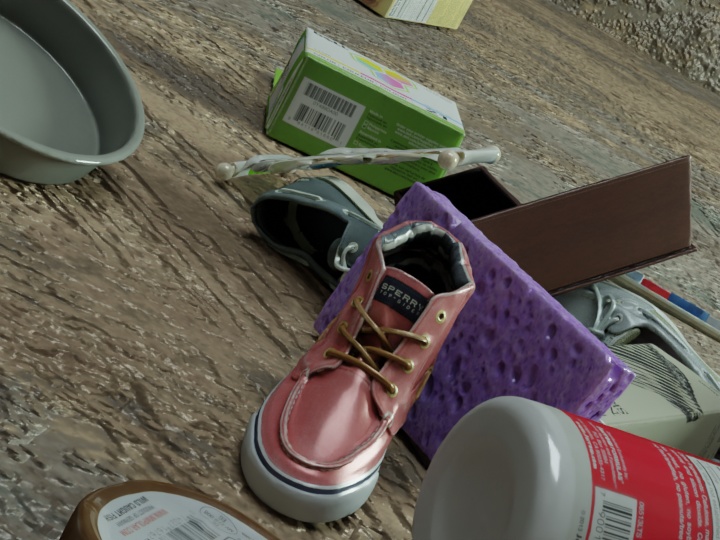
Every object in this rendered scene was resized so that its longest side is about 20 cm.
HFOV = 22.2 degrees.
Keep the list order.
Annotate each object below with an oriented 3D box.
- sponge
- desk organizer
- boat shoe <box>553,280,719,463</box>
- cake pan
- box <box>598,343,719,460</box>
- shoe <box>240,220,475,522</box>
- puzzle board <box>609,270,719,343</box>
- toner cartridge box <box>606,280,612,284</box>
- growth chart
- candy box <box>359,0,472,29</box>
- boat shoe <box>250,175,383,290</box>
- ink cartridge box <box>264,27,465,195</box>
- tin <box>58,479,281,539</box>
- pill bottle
[{"bbox_3d":[0.058,0.044,1.039,0.030,0.112,0.200,27,14,-44],"label":"sponge"},{"bbox_3d":[0.127,-0.033,1.259,0.199,0.077,0.072,-17,34,-16],"label":"desk organizer"},{"bbox_3d":[0.193,0.070,1.239,0.202,0.074,0.065,43,8,21],"label":"boat shoe"},{"bbox_3d":[-0.225,-0.130,1.139,0.200,0.037,0.201,34,28,-21],"label":"cake pan"},{"bbox_3d":[0.148,0.094,1.114,0.082,0.069,0.200,37,18,27],"label":"box"},{"bbox_3d":[0.002,0.044,0.940,0.071,0.091,0.200,27,28,6],"label":"shoe"},{"bbox_3d":[0.224,0.019,1.387,0.150,0.017,0.200,29,4,-10],"label":"puzzle board"},{"bbox_3d":[0.121,0.007,1.364,0.200,0.043,0.095,30,18,3],"label":"toner cartridge box"},{"bbox_3d":[-0.002,-0.077,1.287,0.199,0.018,0.145,-1,5,27],"label":"growth chart"},{"bbox_3d":[0.046,-0.354,2.263,0.115,0.055,0.200,36,19,23],"label":"candy box"},{"bbox_3d":[0.000,0.000,1.169,0.062,0.073,0.200,-4,31,-37],"label":"boat shoe"},{"bbox_3d":[0.001,-0.143,1.551,0.147,0.076,0.200,25,19,-11],"label":"ink cartridge box"},{"bbox_3d":[-0.034,0.151,0.719,0.200,0.042,0.112,33,22,15],"label":"tin"},{"bbox_3d":[0.134,0.139,0.887,0.199,0.113,0.112,20,19,-28],"label":"pill bottle"}]
